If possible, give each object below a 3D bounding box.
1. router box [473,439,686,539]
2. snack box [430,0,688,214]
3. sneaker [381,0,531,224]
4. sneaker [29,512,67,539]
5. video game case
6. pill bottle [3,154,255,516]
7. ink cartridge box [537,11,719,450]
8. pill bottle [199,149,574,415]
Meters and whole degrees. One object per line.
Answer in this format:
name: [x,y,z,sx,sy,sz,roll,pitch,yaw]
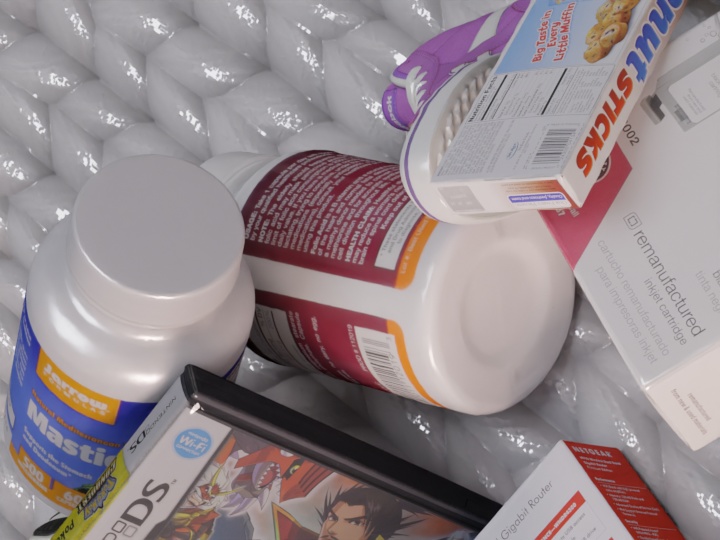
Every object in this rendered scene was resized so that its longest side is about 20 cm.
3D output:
router box: [0.096,0.213,1.324,0.200,0.049,0.180,-51,52,23]
snack box: [0.102,-0.105,1.236,0.072,0.024,0.200,-3,46,41]
sneaker: [0.048,-0.070,1.347,0.114,0.200,0.073,-16,108,36]
sneaker: [-0.079,0.146,1.488,0.200,0.081,0.084,-17,103,26]
video game case: [-0.053,0.151,1.374,0.181,0.200,0.026,-51,31,23]
pill bottle: [-0.113,0.033,1.372,0.200,0.112,0.112,109,145,-55]
ink cartridge box: [0.186,-0.040,1.220,0.200,0.083,0.147,-32,59,7]
pill bottle: [0.000,0.000,1.410,0.200,0.114,0.115,13,91,43]
